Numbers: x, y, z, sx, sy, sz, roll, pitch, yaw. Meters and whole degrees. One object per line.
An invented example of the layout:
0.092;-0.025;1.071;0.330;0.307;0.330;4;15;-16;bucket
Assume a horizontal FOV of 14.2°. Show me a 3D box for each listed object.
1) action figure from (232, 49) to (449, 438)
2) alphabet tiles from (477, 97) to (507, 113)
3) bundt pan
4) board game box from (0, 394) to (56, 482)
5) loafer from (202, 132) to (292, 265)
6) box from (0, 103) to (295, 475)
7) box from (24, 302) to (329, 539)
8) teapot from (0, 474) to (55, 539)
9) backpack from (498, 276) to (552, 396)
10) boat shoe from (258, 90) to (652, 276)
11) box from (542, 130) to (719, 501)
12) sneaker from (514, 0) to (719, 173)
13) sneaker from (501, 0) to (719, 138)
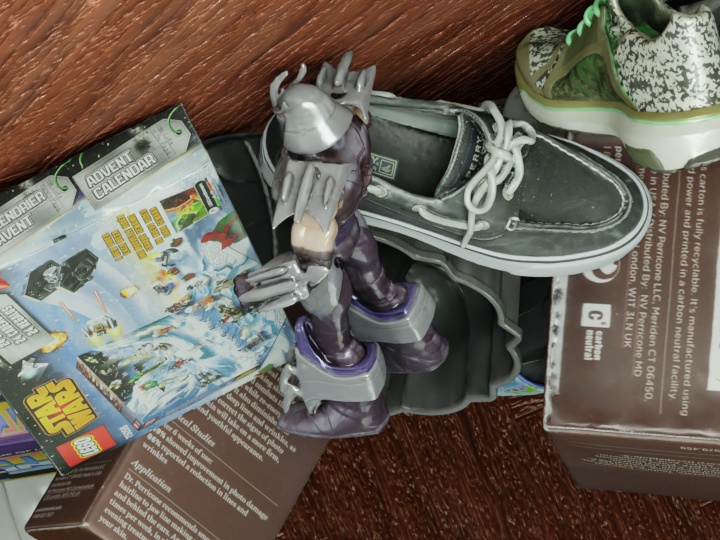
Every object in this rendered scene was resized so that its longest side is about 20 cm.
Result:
-0.016;-0.012;1.326;0.069;0.200;0.130;9;-133;23;action figure
0.107;-0.074;1.699;0.199;0.008;0.167;-10;-157;3;alphabet tiles
0.000;0.000;1.616;0.201;0.076;0.202;11;149;7;bundt pan
-0.181;0.080;1.614;0.199;0.057;0.165;-10;171;3;board game box
-0.092;-0.025;1.441;0.199;0.073;0.072;-10;180;-27;loafer
-0.113;0.013;1.346;0.137;0.040;0.200;-27;151;-3;box
-0.076;0.077;1.490;0.075;0.100;0.200;-10;-136;57;box
-0.187;0.113;1.802;0.200;0.146;0.197;-44;-164;-24;teapot
0.107;-0.014;1.815;0.147;0.184;0.200;-2;-165;46;backpack
0.052;-0.050;1.411;0.199;0.074;0.068;17;162;-8;boat shoe
0.191;0.029;1.543;0.164;0.167;0.200;3;167;10;box
0.137;-0.113;1.439;0.077;0.089;0.200;-15;-160;-21;sneaker
0.152;-0.123;1.588;0.200;0.076;0.115;-21;161;22;sneaker
